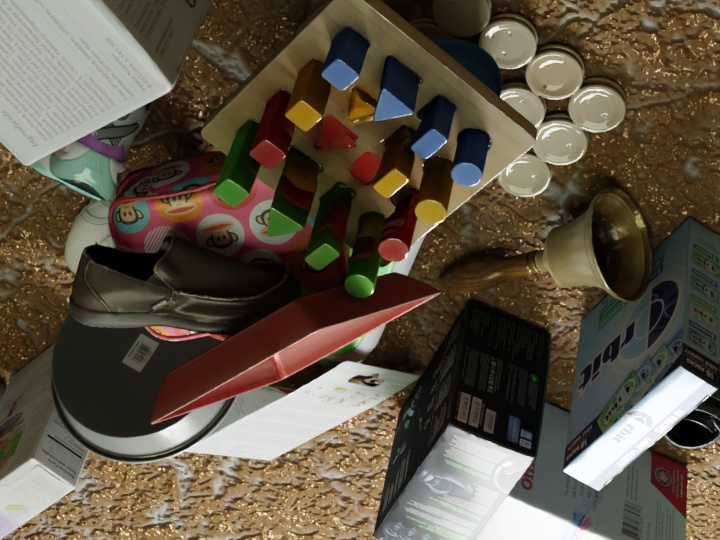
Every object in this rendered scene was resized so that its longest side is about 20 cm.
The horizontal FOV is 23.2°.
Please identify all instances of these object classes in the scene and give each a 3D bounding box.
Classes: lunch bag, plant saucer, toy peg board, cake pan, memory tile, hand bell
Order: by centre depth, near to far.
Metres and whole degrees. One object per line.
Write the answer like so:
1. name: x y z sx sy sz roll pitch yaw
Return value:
1. toy peg board: -0.001 -0.086 1.388 0.200 0.098 0.199 36 129 -19
2. plant saucer: -0.059 0.059 1.487 0.200 0.200 0.037 -30 81 32
3. memory tile: 0.117 -0.156 1.526 0.200 0.017 0.153 33 129 -15
4. lunch bag: -0.110 -0.016 1.550 0.200 0.082 0.176 -12 115 7
5. hand bell: 0.157 -0.005 1.618 0.200 0.104 0.104 -13 127 38
6. cake pan: -0.210 0.086 1.690 0.200 0.200 0.037 0 156 13

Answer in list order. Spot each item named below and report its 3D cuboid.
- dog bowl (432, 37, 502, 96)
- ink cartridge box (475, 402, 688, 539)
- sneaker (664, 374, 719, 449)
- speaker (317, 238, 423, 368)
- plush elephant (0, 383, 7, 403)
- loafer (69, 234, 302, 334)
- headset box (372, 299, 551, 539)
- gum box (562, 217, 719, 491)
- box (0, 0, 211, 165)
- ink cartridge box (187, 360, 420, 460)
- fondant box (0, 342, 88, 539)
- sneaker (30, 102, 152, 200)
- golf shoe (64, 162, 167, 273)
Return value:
1. dog bowl: 0.022 -0.140 1.483 0.200 0.112 0.050 2 144 11
2. ink cartridge box: 0.208 0.250 1.772 0.200 0.145 0.145 26 131 -9
3. sneaker: 0.336 0.089 1.634 0.071 0.099 0.200 19 131 -2
4. speaker: 0.000 0.000 1.643 0.088 0.088 0.200 19 132 -4
5. plush elephant: -0.486 0.146 1.831 0.165 0.155 0.200 -15 126 24
6. loafer: -0.150 0.009 1.480 0.200 0.073 0.071 -2 118 -1
7. headset box: 0.096 0.164 1.703 0.093 0.174 0.200 23 131 -8
8. gum box: 0.254 0.074 1.571 0.045 0.200 0.170 30 131 -14
9. box: -0.246 -0.237 1.414 0.171 0.199 0.200 -22 123 29
10. ink cartridge box: -0.063 0.125 1.740 0.200 0.050 0.162 -32 158 21
11. fondant box: -0.324 0.161 1.779 0.058 0.200 0.144 40 128 -21
12. sneaker: -0.230 -0.138 1.575 0.078 0.200 0.140 27 87 -23
13. golf shoe: -0.217 -0.031 1.658 0.200 0.097 0.078 -30 120 34
